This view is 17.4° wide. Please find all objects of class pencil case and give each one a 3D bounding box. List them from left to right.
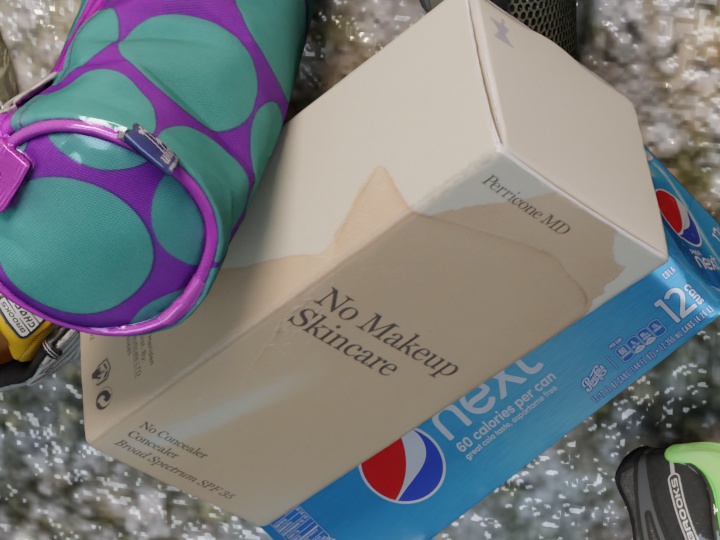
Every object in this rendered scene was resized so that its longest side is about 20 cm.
[{"bbox_3d":[-0.069,-0.072,0.808,0.092,0.200,0.085,42,125,-21],"label":"pencil case"}]

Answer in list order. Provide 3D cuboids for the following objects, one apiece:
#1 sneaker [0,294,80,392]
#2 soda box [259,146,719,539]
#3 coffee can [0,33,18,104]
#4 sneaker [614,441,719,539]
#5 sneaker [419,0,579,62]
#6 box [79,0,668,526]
[{"bbox_3d":[-0.106,0.002,0.911,0.200,0.082,0.078,-30,101,21],"label":"sneaker"},{"bbox_3d":[0.046,0.038,0.895,0.200,0.068,0.064,-40,100,24],"label":"soda box"},{"bbox_3d":[-0.250,-0.049,0.891,0.200,0.146,0.147,-17,106,19],"label":"coffee can"},{"bbox_3d":[0.125,0.155,0.931,0.084,0.077,0.200,15,112,27],"label":"sneaker"},{"bbox_3d":[0.071,-0.146,0.812,0.114,0.076,0.200,-4,105,22],"label":"sneaker"},{"bbox_3d":[0.000,0.000,0.825,0.095,0.078,0.200,29,128,-35],"label":"box"}]
